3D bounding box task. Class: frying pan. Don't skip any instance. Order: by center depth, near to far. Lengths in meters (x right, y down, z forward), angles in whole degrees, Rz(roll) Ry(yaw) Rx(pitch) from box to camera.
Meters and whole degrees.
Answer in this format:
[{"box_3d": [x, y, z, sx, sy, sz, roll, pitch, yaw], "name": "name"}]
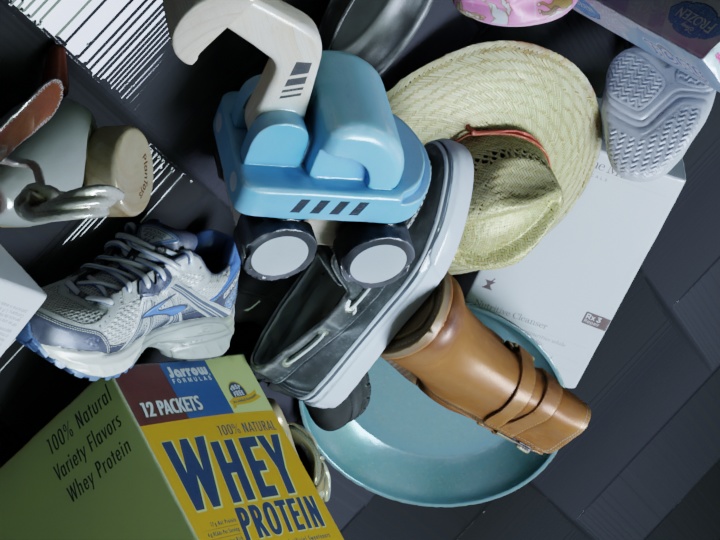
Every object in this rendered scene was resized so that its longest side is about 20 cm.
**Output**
[{"box_3d": [0.035, -0.182, 1.399, 0.190, 0.031, 0.115, -44, 159, -29], "name": "frying pan"}]

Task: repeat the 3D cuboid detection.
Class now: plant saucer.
[{"box_3d": [0.055, 0.090, 1.670, 0.036, 0.199, 0.201, -80, -173, -52], "name": "plant saucer"}]

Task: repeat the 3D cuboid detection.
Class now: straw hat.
[{"box_3d": [0.084, -0.047, 1.505, 0.200, 0.085, 0.202, -11, 128, -14], "name": "straw hat"}]

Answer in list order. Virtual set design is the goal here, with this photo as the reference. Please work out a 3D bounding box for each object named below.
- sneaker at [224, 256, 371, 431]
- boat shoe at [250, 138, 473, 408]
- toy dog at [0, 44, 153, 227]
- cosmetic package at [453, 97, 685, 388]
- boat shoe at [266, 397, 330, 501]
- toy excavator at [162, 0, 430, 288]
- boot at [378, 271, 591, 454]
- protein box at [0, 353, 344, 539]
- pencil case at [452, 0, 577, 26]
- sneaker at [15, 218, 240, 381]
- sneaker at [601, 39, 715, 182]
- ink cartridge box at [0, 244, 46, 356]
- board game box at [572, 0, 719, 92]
[{"box_3d": [-0.052, 0.049, 1.551, 0.090, 0.076, 0.201, -32, 140, -13], "name": "sneaker"}, {"box_3d": [0.000, 0.000, 1.440, 0.071, 0.072, 0.201, 21, 107, -33], "name": "boat shoe"}, {"box_3d": [-0.182, -0.071, 1.171, 0.131, 0.097, 0.200, -6, -179, 2], "name": "toy dog"}, {"box_3d": [0.146, -0.025, 1.652, 0.081, 0.112, 0.201, -84, -166, -55], "name": "cosmetic package"}, {"box_3d": [-0.054, 0.134, 1.625, 0.063, 0.073, 0.201, -33, 155, 6], "name": "boat shoe"}, {"box_3d": [-0.037, -0.095, 1.314, 0.193, 0.100, 0.201, 3, 137, -22], "name": "toy excavator"}, {"box_3d": [0.084, 0.070, 1.517, 0.077, 0.155, 0.200, -57, -177, -14], "name": "boot"}, {"box_3d": [-0.129, 0.193, 1.430, 0.198, 0.201, 0.135, -41, 158, 30], "name": "protein box"}, {"box_3d": [0.090, -0.238, 1.329, 0.201, 0.086, 0.083, 85, 20, -46], "name": "pencil case"}, {"box_3d": [-0.141, 0.008, 1.375, 0.200, 0.077, 0.086, -11, 127, -58], "name": "sneaker"}, {"box_3d": [0.216, -0.137, 1.600, 0.114, 0.075, 0.201, 81, 23, -66], "name": "sneaker"}, {"box_3d": [-0.286, 0.052, 1.201, 0.200, 0.086, 0.146, -50, 152, 8], "name": "ink cartridge box"}, {"box_3d": [0.242, -0.223, 1.458, 0.199, 0.200, 0.043, -44, 126, -3], "name": "board game box"}]
